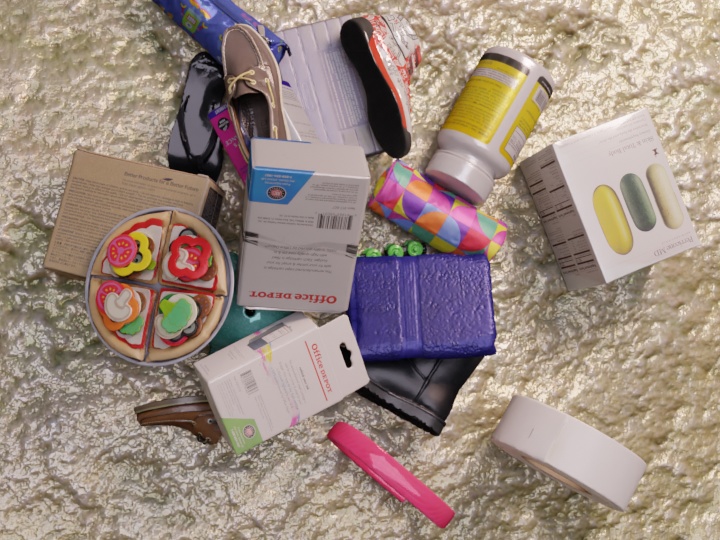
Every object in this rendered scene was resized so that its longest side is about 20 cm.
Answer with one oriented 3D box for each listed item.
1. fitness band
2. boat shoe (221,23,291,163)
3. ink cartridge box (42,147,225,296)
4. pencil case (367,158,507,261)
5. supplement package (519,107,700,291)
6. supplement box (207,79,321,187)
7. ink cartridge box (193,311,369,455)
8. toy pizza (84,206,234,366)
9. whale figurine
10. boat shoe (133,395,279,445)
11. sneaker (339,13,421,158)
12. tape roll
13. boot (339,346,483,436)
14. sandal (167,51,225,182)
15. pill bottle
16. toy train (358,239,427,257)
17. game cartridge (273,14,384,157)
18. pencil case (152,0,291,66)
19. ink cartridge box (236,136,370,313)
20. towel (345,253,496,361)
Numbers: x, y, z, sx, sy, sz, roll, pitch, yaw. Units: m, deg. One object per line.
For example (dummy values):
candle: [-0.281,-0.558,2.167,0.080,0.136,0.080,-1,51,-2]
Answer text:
fitness band: [0.039,0.271,1.519,0.200,0.144,0.037,40,82,-4]
boat shoe: [-0.138,-0.220,1.456,0.071,0.059,0.202,-14,89,16]
ink cartridge box: [-0.295,-0.055,1.498,0.199,0.075,0.166,13,82,16]
pencil case: [0.109,-0.074,1.593,0.199,0.088,0.089,31,81,-7]
supplement package: [0.343,-0.095,1.594,0.151,0.151,0.201,-21,89,-10]
supplement box: [-0.104,-0.145,1.535,0.101,0.103,0.201,-30,87,13]
ink cartridge box: [-0.100,0.133,1.475,0.199,0.067,0.118,-26,117,-15]
toy pizza: [-0.254,0.017,1.421,0.198,0.032,0.202,-2,80,12]
whale figurine: [-0.183,0.053,1.523,0.198,0.104,0.160,9,84,-6]
boat shoe: [-0.199,0.199,1.524,0.198,0.072,0.069,-5,85,-9]
sneaker: [0.053,-0.262,1.589,0.108,0.067,0.203,-22,90,-42]
tape roll: [0.276,0.244,1.529,0.202,0.202,0.071,31,82,-5]
boot: [0.066,0.109,1.573,0.199,0.076,0.169,29,75,3]
sandal: [-0.223,-0.204,1.569,0.075,0.043,0.202,5,84,-8]
pill bottle: [0.178,-0.200,1.597,0.114,0.114,0.201,31,81,-5]
toy train: [0.000,0.000,1.590,0.198,0.042,0.057,-10,97,-10]
game cartridge: [-0.043,-0.249,1.608,0.129,0.038,0.202,-15,88,-14]
pencil case: [-0.190,-0.336,1.554,0.200,0.087,0.078,42,54,4]
ink cartridge box: [-0.076,-0.054,1.430,0.145,0.085,0.201,4,123,-11]
towel: [0.079,0.051,1.536,0.198,0.050,0.149,-2,70,0]
